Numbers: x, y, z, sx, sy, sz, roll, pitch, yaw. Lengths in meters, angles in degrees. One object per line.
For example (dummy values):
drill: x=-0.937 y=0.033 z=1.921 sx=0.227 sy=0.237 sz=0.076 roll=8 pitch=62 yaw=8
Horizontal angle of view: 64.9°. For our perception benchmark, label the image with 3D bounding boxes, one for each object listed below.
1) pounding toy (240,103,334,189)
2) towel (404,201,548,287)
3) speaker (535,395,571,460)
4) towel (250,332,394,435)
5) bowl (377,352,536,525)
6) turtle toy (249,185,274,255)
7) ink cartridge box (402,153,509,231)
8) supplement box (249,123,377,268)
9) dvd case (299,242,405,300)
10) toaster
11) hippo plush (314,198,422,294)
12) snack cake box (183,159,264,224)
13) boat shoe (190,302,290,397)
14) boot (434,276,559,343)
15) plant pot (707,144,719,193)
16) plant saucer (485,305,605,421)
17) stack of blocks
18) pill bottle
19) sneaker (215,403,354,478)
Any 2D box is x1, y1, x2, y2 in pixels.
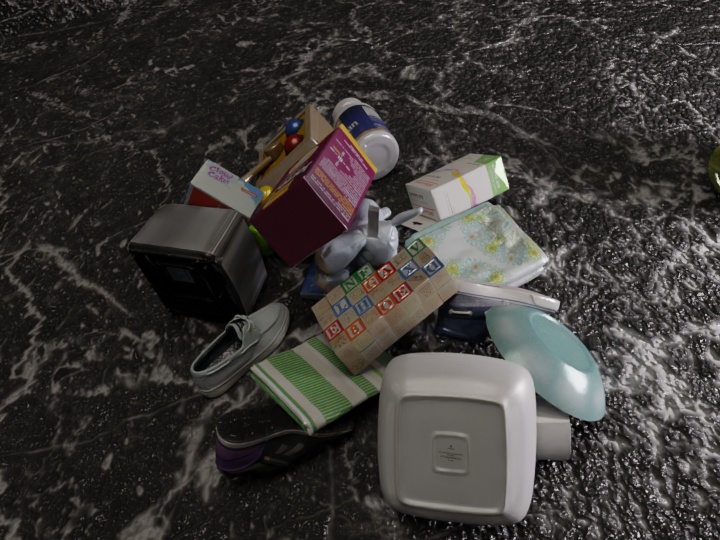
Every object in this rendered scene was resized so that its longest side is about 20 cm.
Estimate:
pounding toy: x=-0.151 y=-0.215 z=1.145 sx=0.198 sy=0.142 sz=0.186 roll=-36 pitch=33 yaw=21
towel: x=0.197 y=-0.027 z=0.978 sx=0.196 sy=0.049 sz=0.172 roll=-25 pitch=51 yaw=-11
speaker: x=0.171 y=0.206 z=0.744 sx=0.194 sy=0.082 sz=0.082 roll=-3 pitch=45 yaw=11
towel: x=-0.044 y=0.152 z=0.841 sx=0.197 sy=0.024 sz=0.151 roll=-21 pitch=42 yaw=-41
bowl: x=0.109 y=0.206 z=0.677 sx=0.195 sy=0.206 sz=0.074 roll=1 pitch=3 yaw=16
turtle toy: x=-0.134 y=-0.090 z=1.072 sx=0.196 sy=0.145 sz=0.104 roll=-13 pitch=63 yaw=27
ink cartridge box: x=0.165 y=-0.151 z=1.073 sx=0.197 sy=0.069 sz=0.117 roll=-27 pitch=21 yaw=-14
supplement box: x=-0.068 y=-0.121 z=0.895 sx=0.130 sy=0.104 sz=0.202 roll=-30 pitch=22 yaw=32
dvd case: x=0.000 y=0.000 z=1.027 sx=0.195 sy=0.018 sz=0.145 roll=3 pitch=47 yaw=17
toaster: x=-0.267 y=-0.008 z=0.976 sx=0.195 sy=0.183 sz=0.120 roll=7 pitch=51 yaw=19
hippo plush: x=-0.011 y=-0.053 z=0.947 sx=0.155 sy=0.204 sz=0.162 roll=1 pitch=33 yaw=-16
snack cake box: x=-0.263 y=-0.092 z=1.027 sx=0.113 sy=0.200 sz=0.068 roll=31 pitch=51 yaw=-10
boat shoe: x=-0.192 y=0.114 z=0.922 sx=0.069 sy=0.072 sz=0.201 roll=25 pitch=56 yaw=32
boot: x=0.211 y=0.070 z=0.885 sx=0.195 sy=0.093 sz=0.073 roll=10 pitch=6 yaw=-8
plant pot: x=0.710 y=-0.208 z=0.962 sx=0.183 sy=0.202 sz=0.201 roll=-35 pitch=48 yaw=-7
plant saucer: x=0.259 y=0.107 z=0.762 sx=0.198 sy=0.039 sz=0.203 roll=27 pitch=28 yaw=-15
stack of blocks: x=0.034 y=0.044 z=0.849 sx=0.199 sy=0.059 sz=0.116 roll=-38 pitch=40 yaw=1
pill bottle: x=0.002 y=-0.298 z=1.249 sx=0.109 sy=0.113 sz=0.202 roll=-19 pitch=45 yaw=-7
sneaker: x=-0.106 y=0.237 z=0.793 sx=0.195 sy=0.090 sz=0.076 roll=0 pitch=28 yaw=-23
